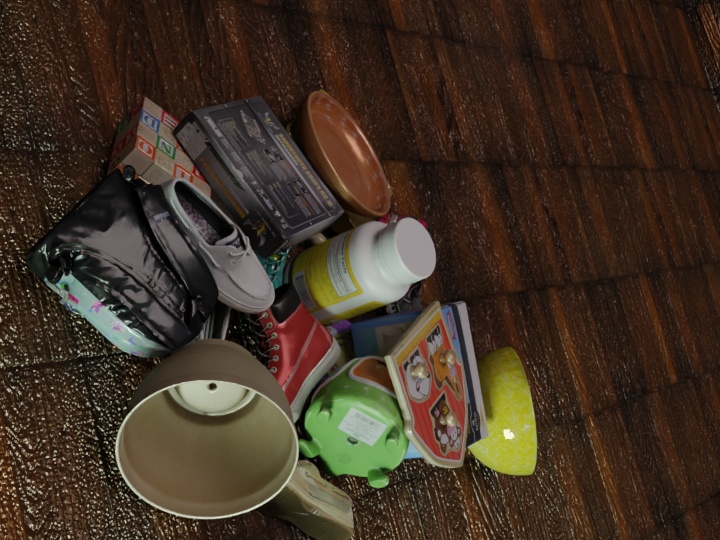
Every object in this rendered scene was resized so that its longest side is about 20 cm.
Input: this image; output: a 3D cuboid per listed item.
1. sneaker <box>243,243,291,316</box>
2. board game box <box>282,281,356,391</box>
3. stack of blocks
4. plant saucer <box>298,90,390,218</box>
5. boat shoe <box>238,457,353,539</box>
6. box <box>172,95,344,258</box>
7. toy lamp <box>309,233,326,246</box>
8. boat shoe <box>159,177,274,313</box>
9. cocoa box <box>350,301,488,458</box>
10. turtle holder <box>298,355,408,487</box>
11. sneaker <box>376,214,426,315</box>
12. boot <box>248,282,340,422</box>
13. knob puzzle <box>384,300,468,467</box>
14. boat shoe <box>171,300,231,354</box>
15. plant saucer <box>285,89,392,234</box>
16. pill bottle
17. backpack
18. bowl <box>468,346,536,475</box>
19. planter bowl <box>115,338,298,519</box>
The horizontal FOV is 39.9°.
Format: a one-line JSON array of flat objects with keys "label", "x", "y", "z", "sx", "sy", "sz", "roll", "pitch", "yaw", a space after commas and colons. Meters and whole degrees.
[{"label": "sneaker", "x": -0.128, "y": -0.024, "z": 1.331, "sx": 0.077, "sy": 0.079, "sz": 0.201, "roll": 16, "pitch": 62, "yaw": -43}, {"label": "board game box", "x": -0.050, "y": 0.114, "z": 1.396, "sx": 0.200, "sy": 0.032, "sz": 0.121, "roll": 37, "pitch": 53, "yaw": -32}, {"label": "stack of blocks", "x": -0.217, "y": -0.114, "z": 1.259, "sx": 0.200, "sy": 0.058, "sz": 0.116, "roll": 35, "pitch": 30, "yaw": -30}, {"label": "plant saucer", "x": -0.027, "y": -0.159, "z": 1.408, "sx": 0.200, "sy": 0.037, "sz": 0.201, "roll": 49, "pitch": 24, "yaw": -30}, {"label": "boat shoe", "x": -0.082, "y": 0.277, "z": 1.260, "sx": 0.200, "sy": 0.072, "sz": 0.065, "roll": 39, "pitch": 37, "yaw": -31}, {"label": "box", "x": -0.128, "y": -0.126, "z": 1.281, "sx": 0.200, "sy": 0.048, "sz": 0.158, "roll": 54, "pitch": 31, "yaw": 3}, {"label": "toy lamp", "x": -0.056, "y": -0.040, "z": 1.435, "sx": 0.200, "sy": 0.058, "sz": 0.058, "roll": 47, "pitch": 44, "yaw": -23}, {"label": "boat shoe", "x": -0.167, "y": -0.032, "z": 1.185, "sx": 0.200, "sy": 0.068, "sz": 0.072, "roll": 52, "pitch": 49, "yaw": -12}, {"label": "cocoa box", "x": 0.085, "y": 0.157, "z": 1.411, "sx": 0.131, "sy": 0.133, "sz": 0.202, "roll": -8, "pitch": 88, "yaw": -60}, {"label": "turtle holder", "x": 0.006, "y": 0.197, "z": 1.278, "sx": 0.132, "sy": 0.140, "sz": 0.186, "roll": -65, "pitch": 155, "yaw": -46}, {"label": "sneaker", "x": 0.071, "y": 0.008, "z": 1.501, "sx": 0.081, "sy": 0.074, "sz": 0.201, "roll": -68, "pitch": 153, "yaw": -48}, {"label": "boot", "x": -0.122, "y": 0.117, "z": 1.253, "sx": 0.145, "sy": 0.072, "sz": 0.200, "roll": 55, "pitch": 53, "yaw": -29}, {"label": "knob puzzle", "x": 0.106, "y": 0.162, "z": 1.276, "sx": 0.219, "sy": 0.030, "sz": 0.221, "roll": 32, "pitch": 52, "yaw": -53}, {"label": "boat shoe", "x": -0.186, "y": 0.033, "z": 1.249, "sx": 0.073, "sy": 0.067, "sz": 0.201, "roll": 24, "pitch": 55, "yaw": -39}, {"label": "plant saucer", "x": -0.042, "y": -0.151, "z": 1.480, "sx": 0.201, "sy": 0.048, "sz": 0.200, "roll": 55, "pitch": 26, "yaw": -15}, {"label": "pill bottle", "x": 0.000, "y": 0.000, "z": 1.326, "sx": 0.111, "sy": 0.199, "sz": 0.112, "roll": 23, "pitch": 58, "yaw": -41}, {"label": "backpack", "x": -0.261, "y": 0.005, "z": 1.133, "sx": 0.200, "sy": 0.126, "sz": 0.167, "roll": 47, "pitch": 63, "yaw": -16}, {"label": "bowl", "x": 0.194, "y": 0.224, "z": 1.536, "sx": 0.107, "sy": 0.200, "sz": 0.202, "roll": -7, "pitch": 74, "yaw": -6}, {"label": "planter bowl", "x": -0.171, "y": 0.164, "z": 1.135, "sx": 0.200, "sy": 0.200, "sz": 0.135, "roll": 43, "pitch": 19, "yaw": -26}]
